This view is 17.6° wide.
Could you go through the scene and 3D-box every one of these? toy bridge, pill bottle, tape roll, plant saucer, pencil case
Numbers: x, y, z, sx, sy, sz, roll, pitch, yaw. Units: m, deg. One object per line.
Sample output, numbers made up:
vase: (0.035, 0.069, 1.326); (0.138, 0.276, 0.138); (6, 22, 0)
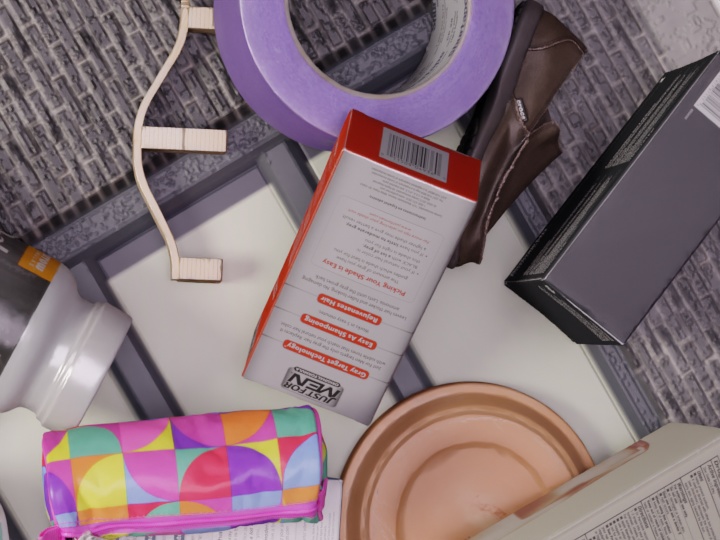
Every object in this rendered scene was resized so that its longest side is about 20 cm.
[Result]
toy bridge: (-0.128, -0.093, 1.651); (0.067, 0.027, 0.202); (2, 88, -7)
pill bottle: (-0.263, 0.027, 1.586); (0.199, 0.116, 0.117); (28, 86, -6)
tape roll: (0.002, -0.185, 1.628); (0.198, 0.085, 0.202); (1, 88, -16)
plant saucer: (0.080, 0.181, 1.672); (0.198, 0.032, 0.202); (0, 89, -7)
pencil case: (-0.119, 0.142, 1.561); (0.198, 0.088, 0.089); (-8, 90, -8)

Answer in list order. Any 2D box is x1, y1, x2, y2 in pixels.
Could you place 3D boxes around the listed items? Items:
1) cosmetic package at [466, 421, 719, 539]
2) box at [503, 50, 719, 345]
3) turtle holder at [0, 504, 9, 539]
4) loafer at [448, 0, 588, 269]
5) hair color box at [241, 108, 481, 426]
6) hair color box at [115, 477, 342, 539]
cosmetic package: (0.178, 0.196, 1.629); (0.199, 0.087, 0.104); (-26, 102, -21)
box: (0.200, -0.048, 1.637); (0.079, 0.141, 0.200); (39, 85, -7)
turtle holder: (-0.311, 0.184, 1.581); (0.131, 0.141, 0.186); (-2, 49, -22)
loafer: (0.111, -0.091, 1.659); (0.071, 0.073, 0.201); (21, 86, -6)
hair color box: (0.000, 0.000, 1.599); (0.101, 0.061, 0.201); (22, 121, -7)
hair color box: (-0.115, 0.189, 1.630); (0.198, 0.061, 0.101); (4, 86, -8)
